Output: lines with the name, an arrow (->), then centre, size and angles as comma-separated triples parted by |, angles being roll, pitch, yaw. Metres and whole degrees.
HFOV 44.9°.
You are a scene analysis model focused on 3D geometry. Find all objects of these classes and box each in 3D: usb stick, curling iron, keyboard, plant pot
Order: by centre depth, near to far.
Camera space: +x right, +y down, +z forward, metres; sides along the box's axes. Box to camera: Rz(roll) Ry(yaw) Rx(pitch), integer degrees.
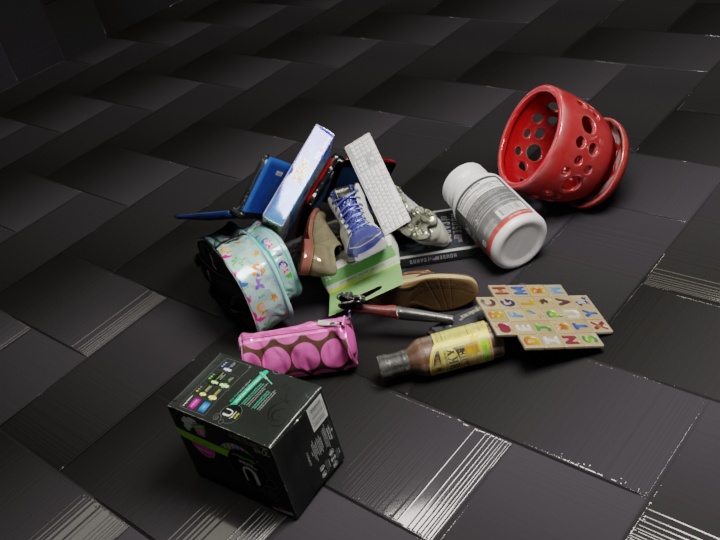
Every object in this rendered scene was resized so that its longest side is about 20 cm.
curling iron -> 0.054, 0.067, 1.424 | 0.198, 0.050, 0.026 | 12, 74, 7
usb stick -> 0.204, 0.075, 1.440 | 0.198, 0.033, 0.055 | -25, 36, -14
keyboard -> 0.031, -0.162, 1.615 | 0.056, 0.011, 0.201 | -31, 67, 18
plant pot -> 0.382, -0.223, 1.628 | 0.181, 0.202, 0.201 | 16, 25, -24

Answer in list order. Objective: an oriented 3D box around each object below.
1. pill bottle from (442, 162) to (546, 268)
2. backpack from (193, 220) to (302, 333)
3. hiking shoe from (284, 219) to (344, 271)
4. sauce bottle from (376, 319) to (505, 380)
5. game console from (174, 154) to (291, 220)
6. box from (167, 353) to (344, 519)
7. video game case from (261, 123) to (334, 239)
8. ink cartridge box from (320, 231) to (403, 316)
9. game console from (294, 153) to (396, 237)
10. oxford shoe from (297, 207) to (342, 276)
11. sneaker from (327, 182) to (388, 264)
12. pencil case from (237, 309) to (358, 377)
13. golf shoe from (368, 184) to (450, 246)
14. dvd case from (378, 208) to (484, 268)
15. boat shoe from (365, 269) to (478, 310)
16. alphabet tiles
pill bottle -> 0.239, -0.105, 1.582 | 0.115, 0.117, 0.200 | -23, 46, -13
backpack -> -0.191, 0.015, 1.541 | 0.149, 0.179, 0.200 | -26, 28, -14
hiking shoe -> -0.069, -0.052, 1.704 | 0.198, 0.077, 0.101 | -15, 17, -7
sauce bottle -> 0.125, 0.129, 1.364 | 0.198, 0.065, 0.065 | -16, 34, 1
game console -> -0.224, -0.145, 1.576 | 0.118, 0.172, 0.200 | 27, 6, 5
box -> -0.148, 0.230, 1.240 | 0.198, 0.150, 0.124 | 12, 43, 34
video game case -> -0.119, -0.152, 1.634 | 0.045, 0.181, 0.201 | 29, 77, -1
ink cartridge box -> 0.000, 0.000, 1.543 | 0.144, 0.048, 0.200 | -24, 16, 7
game console -> -0.034, -0.140, 1.735 | 0.118, 0.200, 0.173 | 29, 68, 0
oxford shoe -> -0.070, -0.046, 1.581 | 0.074, 0.071, 0.201 | 13, 34, -7
sneaker -> -0.015, -0.089, 1.549 | 0.080, 0.116, 0.200 | -26, 17, 2
pencil case -> -0.105, 0.125, 1.424 | 0.198, 0.094, 0.091 | -12, 51, 7
golf shoe -> 0.091, -0.097, 1.647 | 0.079, 0.097, 0.200 | -53, 45, 6
dvd case -> 0.133, -0.064, 1.674 | 0.198, 0.025, 0.151 | -9, 35, 8
boat shoe -> 0.109, 0.025, 1.517 | 0.198, 0.073, 0.072 | -8, 34, 21
alphabet tiles -> 0.290, 0.071, 1.376 | 0.198, 0.006, 0.167 | 0, 34, -15
